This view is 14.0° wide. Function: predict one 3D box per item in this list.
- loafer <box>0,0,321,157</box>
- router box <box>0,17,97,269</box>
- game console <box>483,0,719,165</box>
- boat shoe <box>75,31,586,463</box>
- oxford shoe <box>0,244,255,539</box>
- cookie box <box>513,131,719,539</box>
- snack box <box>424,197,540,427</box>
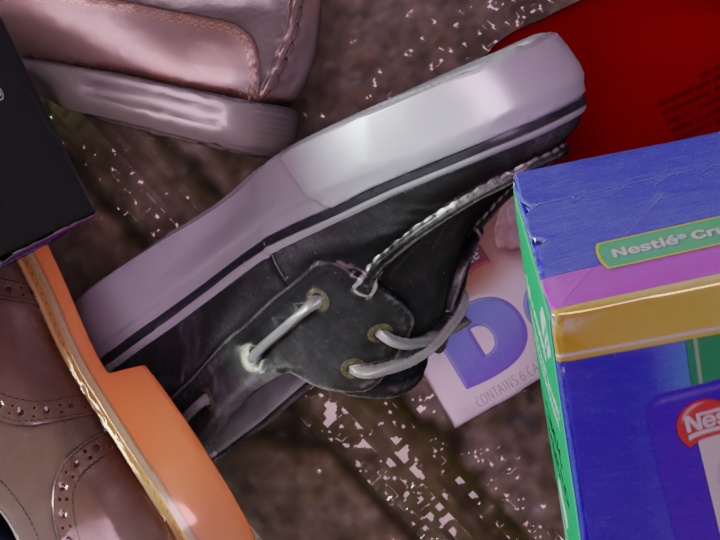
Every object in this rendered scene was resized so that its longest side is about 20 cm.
[{"bbox_3d":[-0.108,-0.085,0.838,0.200,0.072,0.063,16,94,1],"label":"loafer"},{"bbox_3d":[-0.176,-0.071,0.774,0.149,0.051,0.200,-25,93,34],"label":"router box"},{"bbox_3d":[0.157,-0.010,0.802,0.200,0.119,0.172,-24,55,4],"label":"game console"},{"bbox_3d":[0.000,0.000,0.799,0.200,0.072,0.071,-32,84,48],"label":"boat shoe"},{"bbox_3d":[-0.112,0.025,0.816,0.073,0.071,0.200,-33,63,-17],"label":"oxford shoe"},{"bbox_3d":[0.135,0.061,0.731,0.171,0.075,0.200,-12,118,-2],"label":"cookie box"},{"bbox_3d":[0.095,-0.036,0.850,0.200,0.024,0.072,-31,92,4],"label":"snack box"}]
